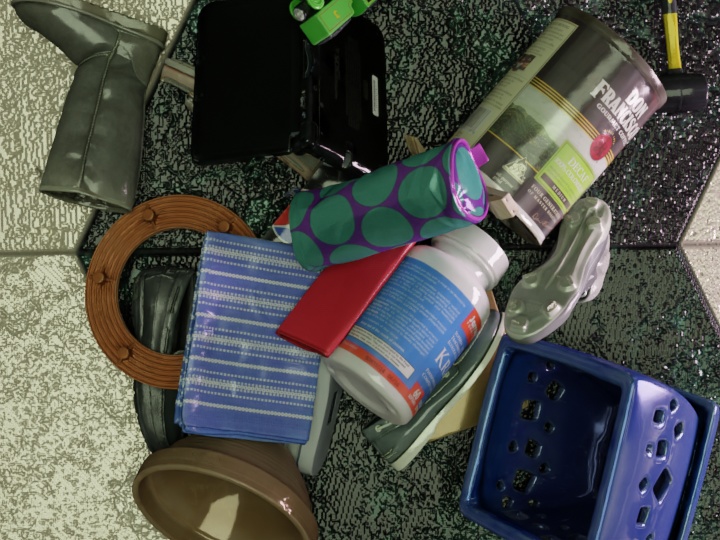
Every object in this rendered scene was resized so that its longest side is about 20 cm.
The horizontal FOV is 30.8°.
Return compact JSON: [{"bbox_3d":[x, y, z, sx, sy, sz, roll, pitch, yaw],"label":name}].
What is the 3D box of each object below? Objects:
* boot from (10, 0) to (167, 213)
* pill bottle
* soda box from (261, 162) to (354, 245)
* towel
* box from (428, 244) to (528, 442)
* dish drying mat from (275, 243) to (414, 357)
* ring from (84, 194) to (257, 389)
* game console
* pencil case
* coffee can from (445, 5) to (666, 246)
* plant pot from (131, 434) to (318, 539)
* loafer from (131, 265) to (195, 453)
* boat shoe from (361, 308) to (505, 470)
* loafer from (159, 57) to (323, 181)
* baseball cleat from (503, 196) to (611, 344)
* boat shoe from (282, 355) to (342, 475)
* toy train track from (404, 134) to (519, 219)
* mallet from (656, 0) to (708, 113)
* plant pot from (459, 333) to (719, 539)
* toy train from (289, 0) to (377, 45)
[{"bbox_3d":[-0.298,-0.175,1.357,0.180,0.073,0.203,16,87,-4],"label":"boot"},{"bbox_3d":[0.062,0.047,1.327,0.112,0.112,0.201,40,74,-4],"label":"pill bottle"},{"bbox_3d":[-0.051,-0.047,1.382,0.063,0.071,0.201,39,90,2],"label":"soda box"},{"bbox_3d":[-0.104,0.069,1.312,0.143,0.024,0.203,10,85,-20],"label":"towel"},{"bbox_3d":[0.076,0.078,1.418,0.162,0.021,0.202,-19,93,-1],"label":"box"},{"bbox_3d":[0.000,0.000,1.316,0.201,0.076,0.018,-53,138,-19],"label":"dish drying mat"},{"bbox_3d":[-0.190,0.021,1.345,0.198,0.019,0.203,-1,82,8],"label":"ring"},{"bbox_3d":[-0.069,-0.181,1.344,0.175,0.116,0.202,24,53,-39],"label":"game console"},{"bbox_3d":[0.024,-0.063,1.264,0.198,0.093,0.086,-16,113,30],"label":"pencil case"},{"bbox_3d":[0.197,-0.148,1.355,0.146,0.146,0.200,41,90,-4],"label":"coffee can"},{"bbox_3d":[-0.129,0.225,1.356,0.199,0.201,0.093,25,53,-3],"label":"plant pot"},{"bbox_3d":[-0.199,0.096,1.378,0.069,0.068,0.204,-2,89,15],"label":"loafer"},{"bbox_3d":[0.079,0.114,1.372,0.062,0.073,0.201,37,90,-2],"label":"boat shoe"},{"bbox_3d":[-0.124,-0.158,1.379,0.198,0.072,0.063,24,98,-6],"label":"loafer"},{"bbox_3d":[0.216,0.018,1.364,0.069,0.107,0.201,18,57,33],"label":"baseball cleat"},{"bbox_3d":[-0.054,0.114,1.384,0.065,0.073,0.203,16,95,16],"label":"boat shoe"},{"bbox_3d":[0.090,-0.077,1.328,0.033,0.199,0.115,-43,118,-13],"label":"toy train track"},{"bbox_3d":[0.326,-0.268,1.416,0.065,0.041,0.203,-11,88,0],"label":"mallet"},{"bbox_3d":[0.242,0.191,1.333,0.178,0.199,0.203,14,91,-38],"label":"plant pot"},{"bbox_3d":[-0.002,-0.296,1.342,0.057,0.042,0.200,53,50,-12],"label":"toy train"}]
